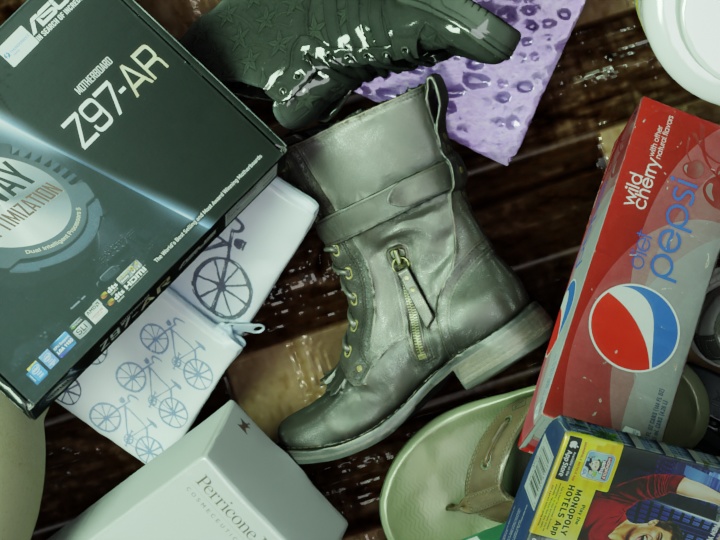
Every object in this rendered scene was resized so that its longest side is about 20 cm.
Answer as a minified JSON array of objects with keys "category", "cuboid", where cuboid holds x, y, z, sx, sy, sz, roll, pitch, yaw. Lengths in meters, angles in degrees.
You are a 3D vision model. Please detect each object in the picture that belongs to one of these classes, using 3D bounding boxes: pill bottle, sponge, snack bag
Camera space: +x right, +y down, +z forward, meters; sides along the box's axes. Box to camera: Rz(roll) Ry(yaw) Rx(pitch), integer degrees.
[{"category":"pill bottle","cuboid":[0.199,-0.144,1.344,0.109,0.200,0.109,1,101,3]},{"category":"sponge","cuboid":[0.075,-0.172,1.434,0.112,0.030,0.200,25,103,0]},{"category":"snack bag","cuboid":[-0.138,-0.011,1.454,0.189,0.021,0.200,36,113,5]}]

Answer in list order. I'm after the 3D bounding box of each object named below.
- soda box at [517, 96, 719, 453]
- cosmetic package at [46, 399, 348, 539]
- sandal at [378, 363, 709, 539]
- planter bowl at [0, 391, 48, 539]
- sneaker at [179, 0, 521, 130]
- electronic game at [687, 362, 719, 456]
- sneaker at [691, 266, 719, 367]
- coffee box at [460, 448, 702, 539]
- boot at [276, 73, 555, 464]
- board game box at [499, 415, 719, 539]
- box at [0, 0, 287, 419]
[{"category":"soda box","cuboid":[0.149,0.011,1.398,0.070,0.063,0.200,21,67,-1]},{"category":"cosmetic package","cuboid":[-0.116,0.175,1.466,0.200,0.071,0.101,-38,101,25]},{"category":"sandal","cuboid":[0.097,0.102,1.437,0.201,0.057,0.080,-27,93,16]},{"category":"planter bowl","cuboid":[-0.255,0.090,1.438,0.200,0.200,0.135,34,75,-3]},{"category":"sneaker","cuboid":[-0.011,-0.116,1.400,0.200,0.060,0.104,25,89,35]},{"category":"electronic game","cuboid":[0.164,0.147,1.483,0.200,0.042,0.200,2,101,12]},{"category":"sneaker","cuboid":[0.276,0.005,1.431,0.200,0.079,0.074,-27,96,7]},{"category":"coffee box","cuboid":[0.119,0.189,1.411,0.200,0.044,0.123,-19,102,-5]},{"category":"boot","cuboid":[0.000,0.000,1.451,0.200,0.069,0.174,-31,93,19]},{"category":"board game box","cuboid":[0.163,0.182,1.345,0.200,0.062,0.200,15,109,-12]},{"category":"box","cuboid":[-0.163,-0.046,1.383,0.160,0.044,0.200,44,80,5]}]
